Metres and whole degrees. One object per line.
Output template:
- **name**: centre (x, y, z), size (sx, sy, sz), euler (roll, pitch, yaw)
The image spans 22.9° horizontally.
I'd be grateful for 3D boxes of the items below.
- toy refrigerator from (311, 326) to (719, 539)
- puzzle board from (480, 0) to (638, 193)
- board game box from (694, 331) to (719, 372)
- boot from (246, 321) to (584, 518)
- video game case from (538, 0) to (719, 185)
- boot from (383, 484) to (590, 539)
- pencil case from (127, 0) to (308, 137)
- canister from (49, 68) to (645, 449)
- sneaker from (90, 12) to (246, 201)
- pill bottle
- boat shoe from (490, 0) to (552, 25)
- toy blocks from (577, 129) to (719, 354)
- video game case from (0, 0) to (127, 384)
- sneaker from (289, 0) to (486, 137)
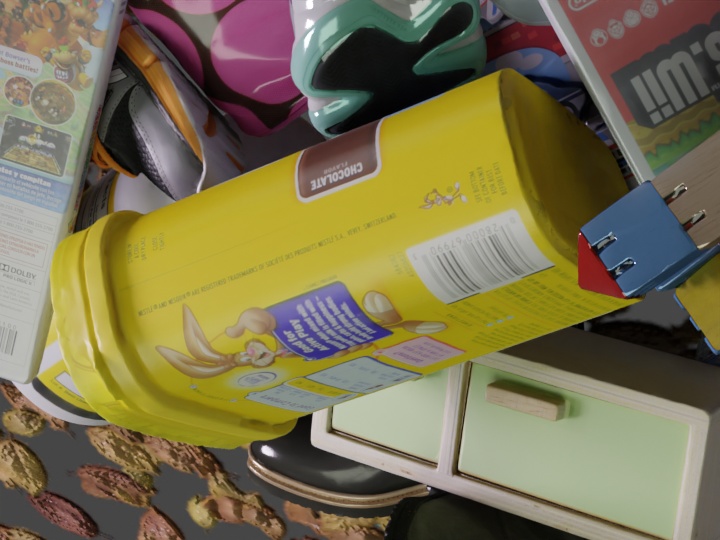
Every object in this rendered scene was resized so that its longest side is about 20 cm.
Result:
- **toy refrigerator**: centre (0.076, 0.067, 0.825), size (0.200, 0.070, 0.076), euler (16, 109, 31)
- **puzzle board**: centre (0.122, -0.093, 0.719), size (0.200, 0.017, 0.151), euler (-24, 96, 38)
- **board game box**: centre (0.199, -0.004, 0.784), size (0.200, 0.062, 0.200), euler (38, 137, -12)
- **boot**: centre (0.031, 0.057, 0.933), size (0.200, 0.077, 0.138), euler (-2, 128, 11)
- **video game case**: centre (0.173, -0.055, 0.658), size (0.143, 0.017, 0.200), euler (-29, 103, 7)
- **boot**: centre (0.086, 0.132, 0.822), size (0.131, 0.200, 0.068), euler (-1, 102, 15)
- **pencil case**: centre (-0.072, -0.158, 0.750), size (0.094, 0.091, 0.200), euler (-24, 116, 44)
- **canister**: centre (0.000, 0.000, 0.716), size (0.200, 0.087, 0.149), euler (-20, 160, 22)
- **sneaker**: centre (-0.124, -0.082, 0.798), size (0.200, 0.077, 0.078), euler (44, 176, 33)
- **pill bottle**: centre (-0.096, -0.003, 0.897), size (0.112, 0.112, 0.200), euler (42, 137, -16)
- **boat shoe**: centre (0.062, -0.194, 0.655), size (0.074, 0.068, 0.199), euler (-7, 116, 27)
- **toy blocks**: centre (0.146, -0.027, 0.571), size (0.137, 0.200, 0.100), euler (-37, 80, 17)
- **video game case**: centre (-0.185, -0.062, 0.753), size (0.143, 0.018, 0.200), euler (18, 111, 2)
- **sneaker**: centre (-0.004, -0.151, 0.691), size (0.078, 0.140, 0.200), euler (-12, 137, -3)
